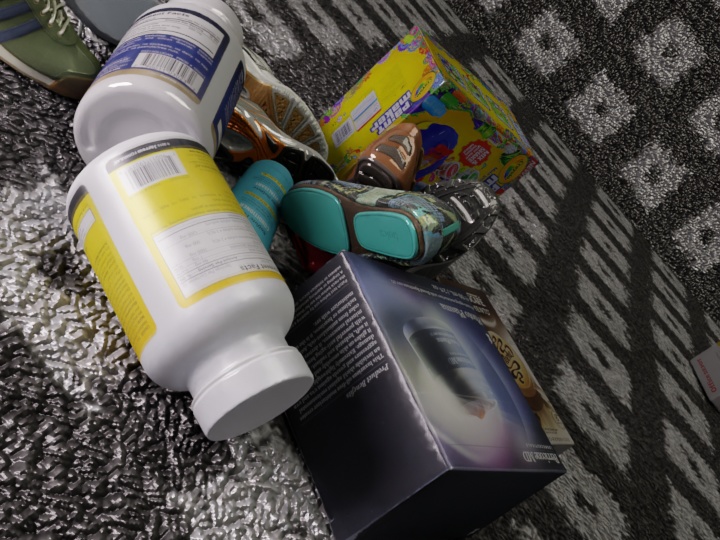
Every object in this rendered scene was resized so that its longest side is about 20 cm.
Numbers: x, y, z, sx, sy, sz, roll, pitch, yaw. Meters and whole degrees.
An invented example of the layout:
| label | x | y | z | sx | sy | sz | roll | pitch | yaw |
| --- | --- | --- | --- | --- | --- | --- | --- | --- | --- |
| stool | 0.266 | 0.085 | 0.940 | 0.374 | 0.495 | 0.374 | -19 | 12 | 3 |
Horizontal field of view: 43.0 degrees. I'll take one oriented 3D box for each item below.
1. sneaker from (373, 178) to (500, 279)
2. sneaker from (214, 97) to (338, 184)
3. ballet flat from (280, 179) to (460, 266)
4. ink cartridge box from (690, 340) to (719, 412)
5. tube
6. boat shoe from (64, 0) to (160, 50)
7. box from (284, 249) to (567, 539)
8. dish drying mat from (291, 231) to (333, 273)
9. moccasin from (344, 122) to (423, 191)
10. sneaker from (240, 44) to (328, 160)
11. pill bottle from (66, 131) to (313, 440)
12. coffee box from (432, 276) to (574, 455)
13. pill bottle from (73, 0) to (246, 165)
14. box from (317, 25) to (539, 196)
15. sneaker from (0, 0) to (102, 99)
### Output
| label | x | y | z | sx | sy | sz | roll | pitch | yaw |
| --- | --- | --- | --- | --- | --- | --- | --- | --- | --- |
| sneaker | 0.046 | -0.017 | 0.873 | 0.074 | 0.200 | 0.079 | 55 | 14 | 11 |
| sneaker | -0.099 | -0.131 | 0.944 | 0.200 | 0.076 | 0.092 | 36 | 22 | -33 |
| ballet flat | 0.010 | -0.045 | 0.801 | 0.074 | 0.074 | 0.200 | 28 | -6 | -42 |
| ink cartridge box | 0.871 | 0.228 | 2.021 | 0.146 | 0.200 | 0.147 | 41 | 24 | -23 |
| tube | -0.106 | -0.038 | 0.824 | 0.077 | 0.050 | 0.200 | 38 | 29 | -13 |
| boat shoe | -0.230 | -0.242 | 0.847 | 0.068 | 0.074 | 0.199 | 10 | -3 | 23 |
| box | 0.043 | 0.110 | 0.763 | 0.200 | 0.123 | 0.199 | 17 | 41 | -52 |
| dish drying mat | 0.000 | 0.000 | 0.991 | 0.200 | 0.018 | 0.077 | 26 | 31 | -46 |
| moccasin | 0.015 | -0.082 | 0.907 | 0.074 | 0.201 | 0.078 | 35 | 65 | 8 |
| sneaker | -0.106 | -0.197 | 1.024 | 0.200 | 0.076 | 0.088 | 46 | 23 | -12 |
| pill bottle | -0.115 | 0.011 | 0.633 | 0.200 | 0.112 | 0.112 | 58 | 24 | 19 |
| coffee box | 0.123 | 0.115 | 0.958 | 0.113 | 0.080 | 0.200 | 15 | 41 | -53 |
| pill bottle | -0.160 | -0.159 | 0.781 | 0.111 | 0.111 | 0.200 | 40 | 34 | -23 |
| box | 0.073 | -0.150 | 1.122 | 0.192 | 0.200 | 0.122 | 29 | 30 | -39 |
| sneaker | -0.276 | -0.225 | 0.730 | 0.200 | 0.090 | 0.067 | 35 | 26 | -32 |
